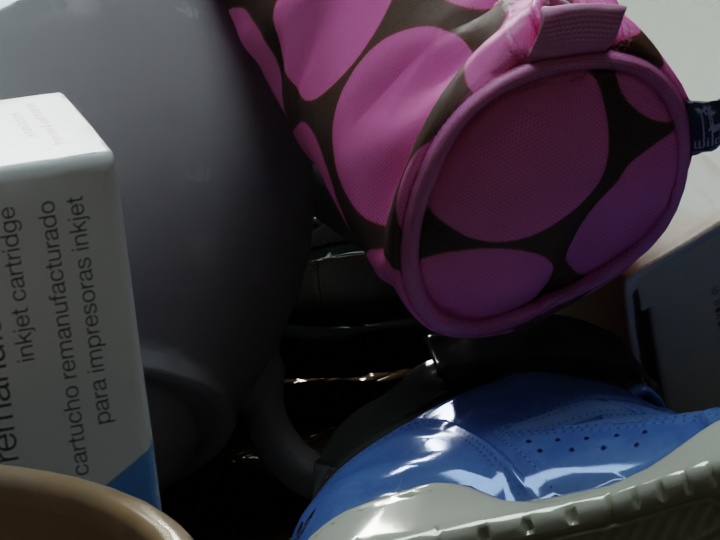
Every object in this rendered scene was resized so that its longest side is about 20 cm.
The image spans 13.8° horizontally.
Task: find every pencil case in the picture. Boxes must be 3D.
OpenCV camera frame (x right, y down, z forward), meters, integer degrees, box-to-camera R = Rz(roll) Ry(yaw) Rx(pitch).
[{"bbox_3d":[0.011,-0.078,0.742,0.090,0.094,0.200,-17,44,-16],"label":"pencil case"}]

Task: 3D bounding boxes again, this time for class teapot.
[{"bbox_3d":[-0.095,0.012,0.809,0.199,0.147,0.197,-21,-25,21],"label":"teapot"}]

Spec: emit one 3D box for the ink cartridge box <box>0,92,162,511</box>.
[{"bbox_3d":[-0.149,0.050,0.669,0.199,0.145,0.085,-10,15,-11],"label":"ink cartridge box"}]

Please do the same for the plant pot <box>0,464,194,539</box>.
[{"bbox_3d":[-0.120,0.109,0.540,0.200,0.093,0.201,-6,16,2],"label":"plant pot"}]

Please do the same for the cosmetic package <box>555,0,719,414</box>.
[{"bbox_3d":[0.062,-0.040,0.826,0.087,0.104,0.200,-27,45,-11],"label":"cosmetic package"}]

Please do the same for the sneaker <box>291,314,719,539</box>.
[{"bbox_3d":[0.081,0.050,0.701,0.199,0.077,0.111,-11,24,7],"label":"sneaker"}]

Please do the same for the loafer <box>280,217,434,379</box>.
[{"bbox_3d":[0.000,0.000,0.921,0.199,0.063,0.072,0,-12,15],"label":"loafer"}]
